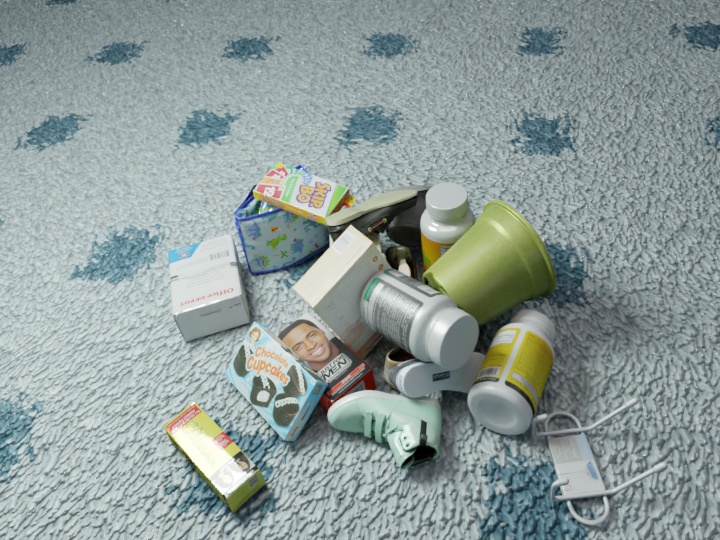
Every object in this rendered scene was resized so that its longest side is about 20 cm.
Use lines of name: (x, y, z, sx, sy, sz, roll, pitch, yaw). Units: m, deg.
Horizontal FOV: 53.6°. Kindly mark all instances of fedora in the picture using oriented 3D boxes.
fedora: (0.121, -0.106, 1.515, 0.174, 0.197, 0.093, -19, 67, 38)

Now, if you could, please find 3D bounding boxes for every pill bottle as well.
pill bottle: (0.265, 0.166, 1.213, 0.110, 0.114, 0.201, 15, 48, 24)
pill bottle: (0.174, -0.066, 1.411, 0.107, 0.204, 0.113, -5, 41, 5)
pill bottle: (0.097, 0.082, 1.206, 0.112, 0.115, 0.198, -34, 39, -25)

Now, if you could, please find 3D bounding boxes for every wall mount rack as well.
wall mount rack: (0.363, 0.280, 1.103, 0.168, 0.076, 0.203, -8, 44, 1)

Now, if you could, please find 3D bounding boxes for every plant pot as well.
plant pot: (0.217, 0.010, 1.279, 0.182, 0.203, 0.201, -33, 46, -11)

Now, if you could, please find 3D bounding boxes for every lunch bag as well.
lunch bag: (-0.172, -0.100, 1.534, 0.198, 0.173, 0.127, -33, 51, -22)

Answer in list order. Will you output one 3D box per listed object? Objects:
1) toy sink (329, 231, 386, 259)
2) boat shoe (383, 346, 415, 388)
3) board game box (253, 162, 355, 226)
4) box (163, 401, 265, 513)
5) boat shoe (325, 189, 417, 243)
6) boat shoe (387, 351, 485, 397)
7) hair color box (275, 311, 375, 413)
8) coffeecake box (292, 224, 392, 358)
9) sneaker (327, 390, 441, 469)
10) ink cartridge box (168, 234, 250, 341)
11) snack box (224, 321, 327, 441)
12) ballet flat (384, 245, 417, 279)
toy sink: (0.000, 0.000, 1.428, 0.108, 0.133, 0.203, -7, 42, 3)
boat shoe: (0.129, 0.142, 1.296, 0.196, 0.071, 0.074, -27, 44, -20)
board game box: (-0.113, -0.154, 1.449, 0.196, 0.030, 0.096, 23, 55, 18)
box: (-0.248, 0.311, 1.204, 0.075, 0.051, 0.198, -36, 48, -25)
boat shoe: (0.027, -0.105, 1.397, 0.197, 0.065, 0.073, -25, 21, -18)
boat shoe: (0.139, 0.178, 1.241, 0.195, 0.074, 0.067, -7, 9, -27)
hair color box: (-0.072, 0.172, 1.310, 0.101, 0.062, 0.198, -35, 48, -24)
coffeecake box: (-0.007, 0.044, 1.297, 0.154, 0.201, 0.073, -46, 48, -7)
sneaker: (0.038, 0.266, 1.176, 0.194, 0.075, 0.120, -2, 37, 5)
ink cartridge box: (-0.317, 0.032, 1.486, 0.142, 0.087, 0.203, -15, 44, -5)
snack box: (-0.154, 0.195, 1.274, 0.199, 0.037, 0.118, 35, 97, 38)
ballet flat: (0.085, -0.003, 1.456, 0.066, 0.074, 0.203, -5, 43, 0)
